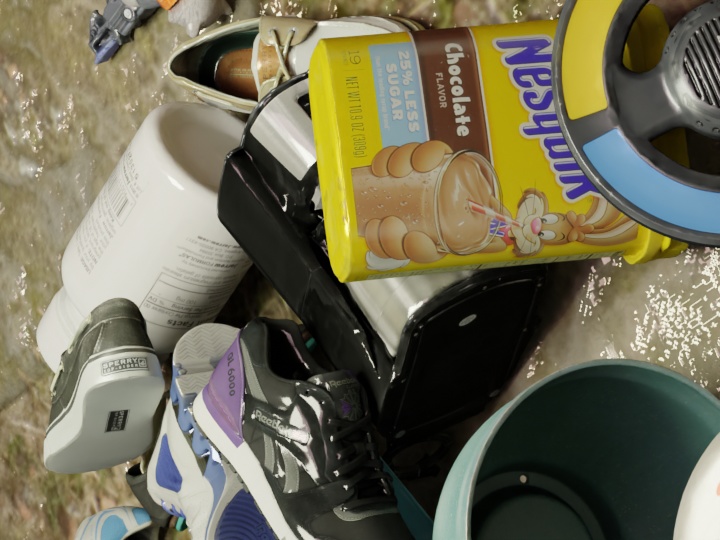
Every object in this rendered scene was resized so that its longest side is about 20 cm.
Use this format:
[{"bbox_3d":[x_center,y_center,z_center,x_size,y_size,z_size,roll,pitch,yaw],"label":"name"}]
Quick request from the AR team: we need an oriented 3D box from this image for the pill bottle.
[{"bbox_3d":[-0.140,-0.008,1.684,0.114,0.114,0.200,55,126,29],"label":"pill bottle"}]

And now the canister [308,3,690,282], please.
[{"bbox_3d":[0.078,-0.071,1.408,0.087,0.200,0.149,126,137,-77],"label":"canister"}]

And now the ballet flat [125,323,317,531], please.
[{"bbox_3d":[-0.104,0.096,1.675,0.068,0.068,0.200,40,119,9],"label":"ballet flat"}]

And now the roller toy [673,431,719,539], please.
[{"bbox_3d":[0.259,0.148,1.268,0.200,0.140,0.183,-16,79,35],"label":"roller toy"}]

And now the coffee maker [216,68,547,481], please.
[{"bbox_3d":[0.000,0.000,1.535,0.200,0.135,0.192,53,125,30],"label":"coffee maker"}]

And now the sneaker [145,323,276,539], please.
[{"bbox_3d":[-0.084,0.146,1.578,0.115,0.081,0.199,120,141,-58],"label":"sneaker"}]

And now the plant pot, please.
[{"bbox_3d":[0.122,0.160,1.396,0.134,0.200,0.200,152,111,-63],"label":"plant pot"}]

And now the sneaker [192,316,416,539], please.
[{"bbox_3d":[-0.022,0.108,1.461,0.200,0.076,0.088,45,121,29],"label":"sneaker"}]

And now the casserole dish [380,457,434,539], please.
[{"bbox_3d":[0.025,0.184,1.534,0.200,0.039,0.121,50,161,32],"label":"casserole dish"}]

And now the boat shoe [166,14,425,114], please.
[{"bbox_3d":[-0.043,-0.132,1.623,0.200,0.068,0.075,-4,85,42],"label":"boat shoe"}]

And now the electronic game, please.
[{"bbox_3d":[0.204,-0.111,1.345,0.200,0.042,0.200,-2,81,9],"label":"electronic game"}]

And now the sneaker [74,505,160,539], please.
[{"bbox_3d":[-0.154,0.265,1.731,0.072,0.072,0.200,-15,83,34],"label":"sneaker"}]

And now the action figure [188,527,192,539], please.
[{"bbox_3d":[-0.077,0.221,1.635,0.119,0.102,0.200,-35,67,51],"label":"action figure"}]

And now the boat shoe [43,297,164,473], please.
[{"bbox_3d":[-0.171,0.080,1.642,0.200,0.071,0.064,124,139,-59],"label":"boat shoe"}]

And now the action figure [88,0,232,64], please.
[{"bbox_3d":[-0.178,-0.223,1.718,0.193,0.105,0.200,37,124,6],"label":"action figure"}]
